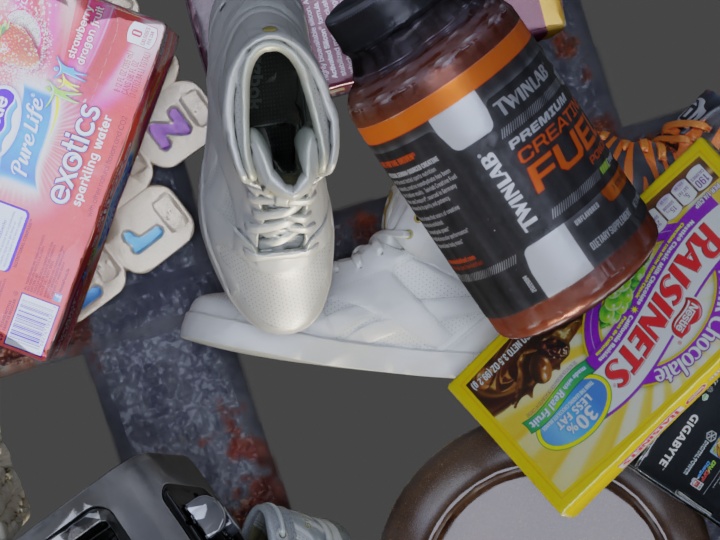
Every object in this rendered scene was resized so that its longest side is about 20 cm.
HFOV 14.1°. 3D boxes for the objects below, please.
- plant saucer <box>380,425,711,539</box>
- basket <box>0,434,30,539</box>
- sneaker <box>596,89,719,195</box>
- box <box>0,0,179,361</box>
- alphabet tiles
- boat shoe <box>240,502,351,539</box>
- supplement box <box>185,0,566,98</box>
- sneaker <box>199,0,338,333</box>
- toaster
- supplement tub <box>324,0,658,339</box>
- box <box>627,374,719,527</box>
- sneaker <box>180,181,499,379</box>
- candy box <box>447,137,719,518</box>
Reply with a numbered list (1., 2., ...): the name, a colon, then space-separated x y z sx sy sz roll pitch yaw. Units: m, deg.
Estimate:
1. plant saucer: 0.108 0.184 1.686 0.200 0.032 0.201 0 92 1
2. basket: -0.294 0.128 1.638 0.200 0.136 0.124 -26 93 1
3. sneaker: 0.151 -0.067 1.665 0.200 0.078 0.112 34 87 -11
4. box: -0.184 -0.059 1.637 0.102 0.095 0.200 19 91 0
5. alphabet tiles: -0.189 -0.074 1.691 0.195 0.015 0.200 -37 91 1
6. boat shoe: -0.066 0.232 1.657 0.065 0.074 0.202 23 87 -38
7. supplement box: 0.007 -0.149 1.640 0.200 0.110 0.086 -15 91 1
8. sneaker: -0.048 -0.043 1.537 0.074 0.116 0.200 -7 113 -4
9. toaster: -0.129 0.218 1.574 0.200 0.119 0.181 -35 76 2
10. supplement tub: 0.064 -0.070 1.543 0.107 0.107 0.200 -35 102 1
11. box: 0.259 0.063 1.649 0.159 0.046 0.200 33 92 -21
12. sneaker: 0.000 0.000 1.667 0.200 0.074 0.116 5 90 -9
13. candy box: 0.152 0.032 1.605 0.200 0.026 0.102 -45 72 9
